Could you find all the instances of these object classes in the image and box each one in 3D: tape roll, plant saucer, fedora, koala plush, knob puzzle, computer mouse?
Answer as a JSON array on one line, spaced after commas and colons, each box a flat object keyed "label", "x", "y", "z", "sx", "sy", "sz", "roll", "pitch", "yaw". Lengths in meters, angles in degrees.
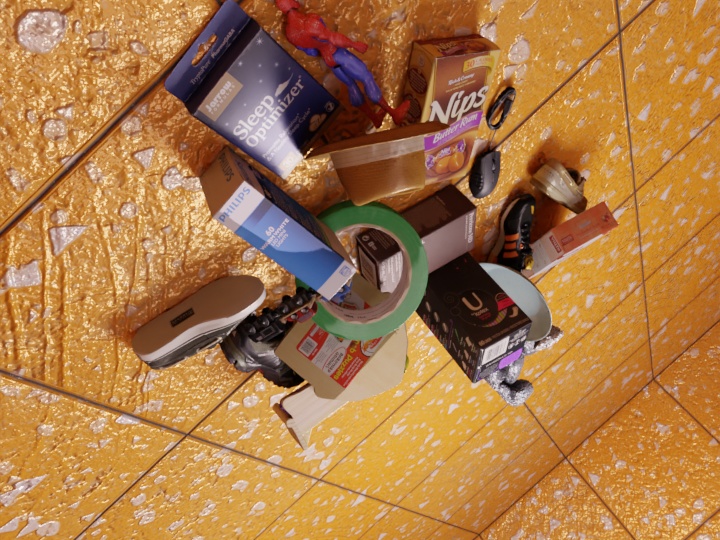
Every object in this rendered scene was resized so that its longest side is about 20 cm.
[{"label": "tape roll", "x": 0.000, "y": 0.000, "z": 0.924, "sx": 0.195, "sy": 0.048, "sz": 0.206, "roll": -2, "pitch": 107, "yaw": -8}, {"label": "plant saucer", "x": 0.289, "y": 0.053, "z": 1.225, "sx": 0.039, "sy": 0.198, "sz": 0.203, "roll": -45, "pitch": 149, "yaw": -29}, {"label": "fedora", "x": 0.025, "y": -0.130, "z": 0.781, "sx": 0.197, "sy": 0.199, "sz": 0.084, "roll": -17, "pitch": 101, "yaw": -28}, {"label": "koala plush", "x": 0.345, "y": 0.161, "z": 1.397, "sx": 0.199, "sy": 0.178, "sz": 0.183, "roll": -42, "pitch": 134, "yaw": 9}, {"label": "knob puzzle", "x": -0.011, "y": 0.116, "z": 0.996, "sx": 0.214, "sy": 0.030, "sz": 0.226, "roll": -2, "pitch": 97, "yaw": -15}, {"label": "computer mouse", "x": 0.221, "y": -0.199, "z": 1.020, "sx": 0.058, "sy": 0.034, "sz": 0.203, "roll": -19, "pitch": 138, "yaw": -25}]

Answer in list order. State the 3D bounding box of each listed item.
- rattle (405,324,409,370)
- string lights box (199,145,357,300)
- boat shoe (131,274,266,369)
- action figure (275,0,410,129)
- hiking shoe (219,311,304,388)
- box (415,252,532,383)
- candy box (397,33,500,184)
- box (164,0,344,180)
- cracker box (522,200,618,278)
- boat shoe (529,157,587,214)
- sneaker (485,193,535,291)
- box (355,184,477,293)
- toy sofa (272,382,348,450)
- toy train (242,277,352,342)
[{"label": "rattle", "x": 0.018, "y": 0.098, "z": 1.143, "sx": 0.132, "sy": 0.140, "sz": 0.202, "roll": -60, "pitch": 145, "yaw": -35}, {"label": "string lights box", "x": -0.100, "y": -0.057, "z": 0.781, "sx": 0.059, "sy": 0.103, "sz": 0.199, "roll": -45, "pitch": 128, "yaw": 10}, {"label": "boat shoe", "x": -0.220, "y": 0.074, "z": 0.882, "sx": 0.197, "sy": 0.071, "sz": 0.064, "roll": -26, "pitch": 142, "yaw": -5}, {"label": "action figure", "x": -0.023, "y": -0.244, "z": 0.721, "sx": 0.199, "sy": 0.065, "sz": 0.053, "roll": 34, "pitch": 76, "yaw": -38}, {"label": "hiking shoe", "x": -0.128, "y": 0.124, "z": 1.006, "sx": 0.101, "sy": 0.076, "sz": 0.199, "roll": -45, "pitch": 143, "yaw": 13}, {"label": "box", "x": 0.200, "y": 0.081, "z": 1.150, "sx": 0.120, "sy": 0.201, "sz": 0.108, "roll": -23, "pitch": 141, "yaw": -21}, {"label": "candy box", "x": 0.114, "y": -0.221, "z": 0.884, "sx": 0.115, "sy": 0.057, "sz": 0.203, "roll": -17, "pitch": 137, "yaw": -27}, {"label": "box", "x": -0.115, "y": -0.198, "z": 0.722, "sx": 0.121, "sy": 0.033, "sz": 0.199, "roll": -47, "pitch": 142, "yaw": 9}, {"label": "cracker box", "x": 0.397, "y": -0.051, "z": 1.240, "sx": 0.132, "sy": 0.059, "sz": 0.200, "roll": -26, "pitch": 169, "yaw": -16}, {"label": "boat shoe", "x": 0.391, "y": -0.159, "z": 1.182, "sx": 0.198, "sy": 0.074, "sz": 0.067, "roll": 10, "pitch": 119, "yaw": -52}, {"label": "sneaker", "x": 0.309, "y": -0.050, "z": 1.204, "sx": 0.069, "sy": 0.090, "sz": 0.203, "roll": -18, "pitch": 140, "yaw": -28}, {"label": "box", "x": 0.094, "y": -0.046, "z": 1.033, "sx": 0.197, "sy": 0.075, "sz": 0.101, "roll": -30, "pitch": 143, "yaw": -17}, {"label": "toy sofa", "x": -0.050, "y": 0.195, "z": 1.051, "sx": 0.198, "sy": 0.082, "sz": 0.099, "roll": -33, "pitch": 109, "yaw": -17}, {"label": "toy train", "x": -0.085, "y": 0.051, "z": 0.885, "sx": 0.198, "sy": 0.034, "sz": 0.046, "roll": -31, "pitch": 106, "yaw": 24}]
